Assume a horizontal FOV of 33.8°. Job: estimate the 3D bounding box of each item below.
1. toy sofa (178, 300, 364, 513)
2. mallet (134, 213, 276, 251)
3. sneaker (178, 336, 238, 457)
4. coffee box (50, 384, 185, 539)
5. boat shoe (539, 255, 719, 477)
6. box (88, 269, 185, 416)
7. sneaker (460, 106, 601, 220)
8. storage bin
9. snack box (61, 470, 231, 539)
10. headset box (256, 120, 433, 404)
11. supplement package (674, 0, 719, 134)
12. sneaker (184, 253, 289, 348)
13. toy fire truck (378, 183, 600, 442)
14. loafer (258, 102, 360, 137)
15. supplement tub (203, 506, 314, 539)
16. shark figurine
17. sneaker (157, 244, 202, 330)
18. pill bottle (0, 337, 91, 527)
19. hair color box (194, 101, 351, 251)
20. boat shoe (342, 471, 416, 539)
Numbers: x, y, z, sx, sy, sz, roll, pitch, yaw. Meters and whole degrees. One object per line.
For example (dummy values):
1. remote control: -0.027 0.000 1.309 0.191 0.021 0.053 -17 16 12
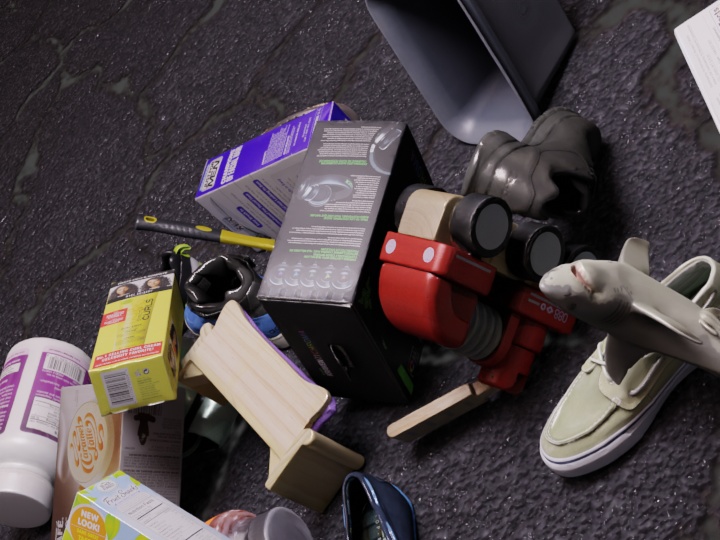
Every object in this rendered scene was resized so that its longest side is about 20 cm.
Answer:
1. toy sofa: -0.081 0.122 1.100 0.098 0.083 0.199 -53 46 1
2. mallet: -0.142 -0.042 1.284 0.066 0.197 0.042 -75 0 -47
3. sneaker: -0.204 0.134 1.257 0.198 0.074 0.120 1 60 40
4. coffee box: -0.240 0.216 1.168 0.113 0.079 0.204 -9 75 44
5. boat shoe: 0.202 0.068 0.885 0.200 0.062 0.072 -47 35 6
6. box: -0.212 0.065 1.143 0.074 0.051 0.201 -12 24 0
7. sneaker: 0.164 -0.081 1.005 0.090 0.199 0.077 30 123 24
8. storage bin: 0.115 -0.243 1.166 0.144 0.201 0.135 6 51 50
9. snack box: -0.156 0.285 0.944 0.198 0.068 0.171 27 107 16
10. headset box: 0.000 0.000 1.059 0.091 0.175 0.202 3 57 23
11. supplement package: 0.314 -0.080 0.773 0.110 0.200 0.157 -32 39 23
12. sneaker: -0.153 0.027 1.274 0.198 0.111 0.078 8 64 51
13. toy fire truck: 0.077 0.049 0.961 0.128 0.175 0.203 14 83 51
14. loafer: -0.084 -0.147 1.387 0.198 0.074 0.071 -21 21 24
15. supplement tub: -0.131 0.277 1.029 0.199 0.107 0.108 -32 39 24
16. shark figurine: 0.214 0.062 0.818 0.090 0.213 0.128 -58 -7 30
17. sneaker: -0.255 0.056 1.385 0.201 0.083 0.071 -54 35 -5
18. pill bottle: -0.379 0.189 1.379 0.111 0.112 0.202 -25 42 31
19. hair color box: -0.074 -0.099 1.303 0.198 0.109 0.066 -20 44 35
20. boat shoe: 0.008 0.250 0.929 0.084 0.069 0.201 -37 37 17
